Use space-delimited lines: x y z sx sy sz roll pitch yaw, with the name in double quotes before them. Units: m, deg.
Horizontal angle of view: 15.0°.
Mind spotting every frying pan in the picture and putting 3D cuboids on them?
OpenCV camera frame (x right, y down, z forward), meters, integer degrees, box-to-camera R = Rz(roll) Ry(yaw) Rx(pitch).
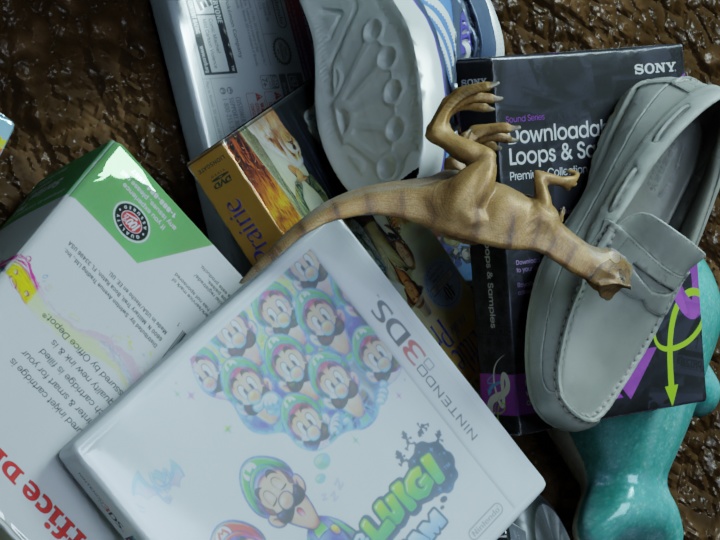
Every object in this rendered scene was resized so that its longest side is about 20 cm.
"frying pan" 0.082 0.141 1.482 0.115 0.031 0.190 -85 151 -52

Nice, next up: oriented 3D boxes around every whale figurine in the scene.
"whale figurine" 0.156 0.062 1.567 0.159 0.104 0.201 10 66 -35

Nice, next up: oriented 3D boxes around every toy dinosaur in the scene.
"toy dinosaur" 0.047 -0.036 1.358 0.199 0.060 0.106 10 61 -9

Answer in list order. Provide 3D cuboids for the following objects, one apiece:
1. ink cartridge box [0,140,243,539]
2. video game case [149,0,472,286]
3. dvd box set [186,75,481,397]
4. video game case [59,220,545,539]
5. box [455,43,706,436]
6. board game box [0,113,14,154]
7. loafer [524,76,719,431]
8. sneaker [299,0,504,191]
"ink cartridge box" -0.146 0.059 1.351 0.145 0.084 0.200 48 52 -16
"video game case" -0.021 -0.079 1.535 0.182 0.023 0.201 -7 79 -39
"dvd box set" 0.000 0.000 1.454 0.200 0.029 0.146 57 29 -4
"video game case" -0.024 0.098 1.345 0.200 0.024 0.182 -43 99 -32
"box" 0.121 -0.020 1.471 0.143 0.036 0.201 -8 94 -38
"board game box" -0.260 -0.024 1.217 0.105 0.200 0.103 35 56 -22
"loafer" 0.142 -0.011 1.421 0.070 0.070 0.200 29 73 -34
"sneaker" 0.042 -0.104 1.499 0.146 0.081 0.200 22 43 -45
